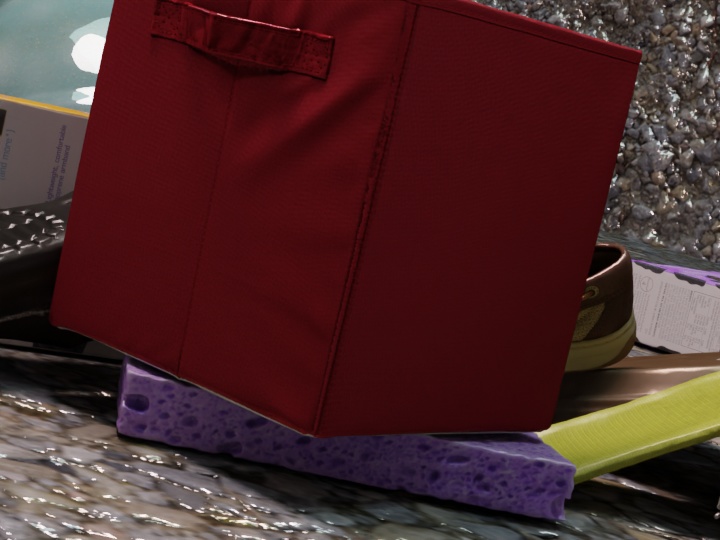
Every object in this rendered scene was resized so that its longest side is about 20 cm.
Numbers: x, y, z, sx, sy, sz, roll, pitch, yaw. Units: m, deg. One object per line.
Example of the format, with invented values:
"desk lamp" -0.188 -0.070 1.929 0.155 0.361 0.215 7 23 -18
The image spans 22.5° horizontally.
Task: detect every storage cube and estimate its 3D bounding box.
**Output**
"storage cube" -0.008 -0.037 0.800 0.170 0.181 0.200 19 9 38

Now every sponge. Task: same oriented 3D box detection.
"sponge" -0.011 0.068 0.818 0.199 0.030 0.112 12 6 -8

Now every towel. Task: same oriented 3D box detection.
"towel" 0.174 0.062 0.877 0.199 0.018 0.086 -18 6 -5

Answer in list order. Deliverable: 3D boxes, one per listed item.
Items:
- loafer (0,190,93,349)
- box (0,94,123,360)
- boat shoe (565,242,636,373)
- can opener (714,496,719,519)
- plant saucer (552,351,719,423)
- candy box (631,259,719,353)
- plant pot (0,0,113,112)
"loafer" -0.143 0.008 0.840 0.199 0.072 0.073 -19 25 -34
"box" -0.157 -0.022 0.902 0.199 0.120 0.041 11 6 -28
"boat shoe" 0.047 0.018 0.952 0.199 0.072 0.072 -4 41 1
"can opener" 0.209 0.101 0.886 0.066 0.053 0.200 -2 0 13
"plant saucer" 0.183 0.064 1.017 0.199 0.030 0.200 -3 -2 0
"candy box" 0.349 0.052 1.567 0.199 0.072 0.167 18 7 41
"plant pot" -0.179 -0.112 1.174 0.199 0.135 0.200 -6 -22 -3
